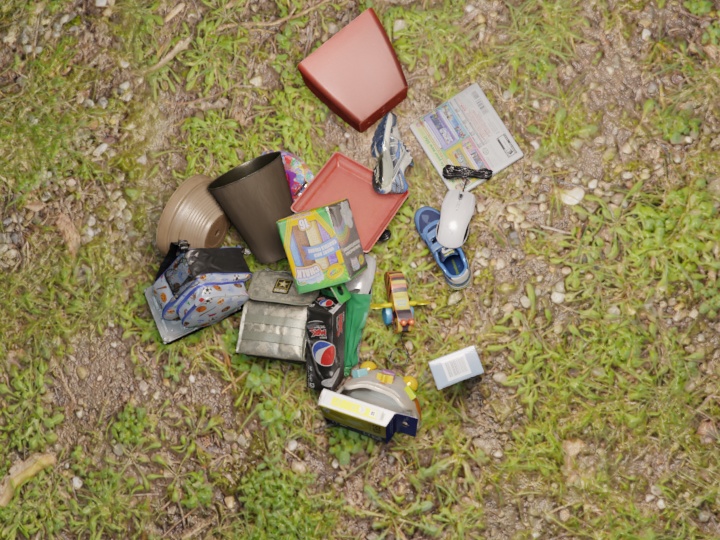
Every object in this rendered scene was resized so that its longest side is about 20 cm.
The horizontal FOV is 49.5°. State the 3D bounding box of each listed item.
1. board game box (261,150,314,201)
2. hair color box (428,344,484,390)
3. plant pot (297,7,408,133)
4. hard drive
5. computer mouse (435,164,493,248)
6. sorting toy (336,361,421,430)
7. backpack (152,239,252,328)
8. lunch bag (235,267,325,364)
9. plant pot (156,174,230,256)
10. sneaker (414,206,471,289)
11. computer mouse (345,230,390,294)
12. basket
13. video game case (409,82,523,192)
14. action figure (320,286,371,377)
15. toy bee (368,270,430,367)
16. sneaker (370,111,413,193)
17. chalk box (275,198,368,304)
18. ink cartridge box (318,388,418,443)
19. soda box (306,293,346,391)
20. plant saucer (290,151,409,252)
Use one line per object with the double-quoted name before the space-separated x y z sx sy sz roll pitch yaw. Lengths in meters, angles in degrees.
"board game box" -0.203 -0.182 1.788 0.158 0.039 0.201 37 89 10
"hair color box" 0.198 0.199 1.612 0.098 0.200 0.061 -21 82 5
"plant pot" -0.001 -0.420 1.719 0.199 0.200 0.177 -37 90 2
"hard drive" -0.381 0.067 1.788 0.198 0.038 0.141 -24 81 5
"computer mouse" 0.214 -0.143 1.679 0.109 0.044 0.202 12 67 8
"sorting toy" 0.042 0.259 1.637 0.198 0.180 0.108 18 86 9
"backpack" -0.342 0.037 1.672 0.190 0.199 0.155 -31 68 34
"lunch bag" -0.170 0.097 1.718 0.162 0.118 0.202 7 78 11
"plant pot" -0.350 -0.102 1.716 0.092 0.201 0.202 26 88 12
"sneaker" 0.182 -0.056 1.702 0.074 0.082 0.201 -31 79 5
"computer mouse" 0.000 0.000 1.732 0.109 0.044 0.202 8 85 8
"basket" -0.212 -0.130 1.706 0.180 0.136 0.201 -33 114 -22
"video game case" 0.236 -0.290 1.751 0.181 0.022 0.201 -32 82 3
"action figure" -0.032 0.137 1.702 0.117 0.055 0.202 9 107 22
"toy bee" 0.095 0.092 1.682 0.130 0.109 0.201 -25 85 -15
"sneaker" 0.074 -0.257 1.749 0.084 0.077 0.202 11 69 -22
"chalk box" -0.070 -0.030 1.609 0.123 0.124 0.202 -13 98 22
"ink cartridge box" 0.017 0.313 1.625 0.198 0.198 0.047 19 70 10
"soda box" -0.073 0.157 1.653 0.063 0.071 0.202 12 119 20
"plant saucer" -0.022 -0.146 1.727 0.199 0.037 0.200 30 59 9
